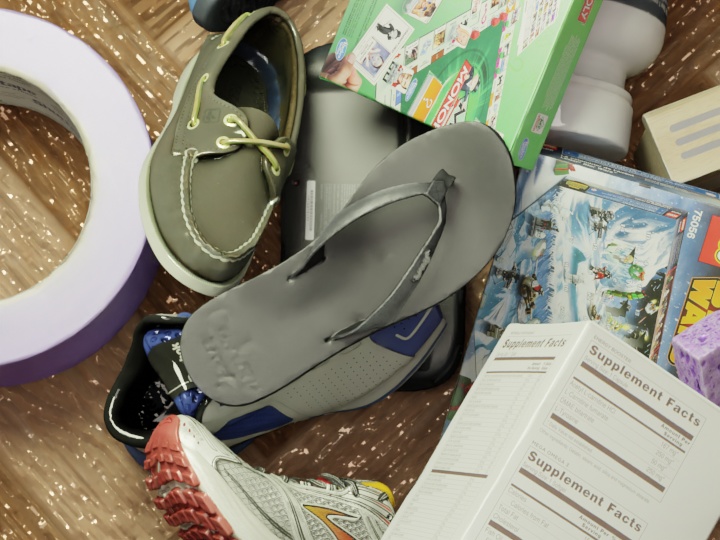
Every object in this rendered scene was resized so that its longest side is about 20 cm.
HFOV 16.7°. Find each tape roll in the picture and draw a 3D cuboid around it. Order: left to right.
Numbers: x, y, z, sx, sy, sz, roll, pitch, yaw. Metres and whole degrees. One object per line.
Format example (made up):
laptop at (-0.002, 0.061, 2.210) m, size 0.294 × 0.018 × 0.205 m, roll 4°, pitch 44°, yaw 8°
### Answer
tape roll at (-0.209, -0.039, 1.354) m, size 0.200 × 0.085 × 0.200 m, roll 0°, pitch 80°, yaw -1°

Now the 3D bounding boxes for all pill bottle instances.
pill bottle at (0.112, -0.165, 1.356) m, size 0.120 × 0.120 × 0.200 m, roll 6°, pitch 80°, yaw 1°

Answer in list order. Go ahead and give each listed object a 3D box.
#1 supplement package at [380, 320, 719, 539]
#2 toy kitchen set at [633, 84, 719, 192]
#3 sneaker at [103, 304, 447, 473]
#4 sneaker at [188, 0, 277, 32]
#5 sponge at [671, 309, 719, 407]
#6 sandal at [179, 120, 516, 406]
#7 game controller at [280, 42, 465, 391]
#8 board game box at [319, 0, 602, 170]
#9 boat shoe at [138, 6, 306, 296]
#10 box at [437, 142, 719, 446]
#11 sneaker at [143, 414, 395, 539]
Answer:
supplement package at (0.084, 0.136, 1.190) m, size 0.110 × 0.114 × 0.200 m, roll 34°, pitch 79°, yaw -13°
toy kitchen set at (0.216, -0.168, 1.334) m, size 0.180 × 0.163 × 0.200 m, roll -21°, pitch 80°, yaw -3°
sneaker at (-0.054, 0.049, 1.301) m, size 0.199 × 0.115 × 0.081 m, roll -30°, pitch 76°, yaw 9°
sneaker at (-0.043, -0.224, 1.398) m, size 0.078 × 0.066 × 0.200 m, roll 36°, pitch 80°, yaw 14°
sponge at (0.260, 0.036, 1.314) m, size 0.200 × 0.030 × 0.112 m, roll -30°, pitch 124°, yaw -18°
sandal at (0.000, 0.001, 1.236) m, size 0.200 × 0.043 × 0.076 m, roll -39°, pitch 86°, yaw -4°
game controller at (0.007, -0.032, 1.379) m, size 0.104 × 0.042 × 0.200 m, roll -1°, pitch 80°, yaw 15°
board game box at (0.070, -0.169, 1.292) m, size 0.135 × 0.029 × 0.200 m, roll 27°, pitch 98°, yaw 33°
boat shoe at (-0.069, -0.068, 1.313) m, size 0.072 × 0.060 × 0.202 m, roll 32°, pitch 36°, yaw -20°
box at (0.127, 0.044, 1.322) m, size 0.137 × 0.040 × 0.200 m, roll 17°, pitch 105°, yaw 3°
sneaker at (-0.031, 0.133, 1.281) m, size 0.200 × 0.078 × 0.082 m, roll 41°, pitch 72°, yaw -28°
